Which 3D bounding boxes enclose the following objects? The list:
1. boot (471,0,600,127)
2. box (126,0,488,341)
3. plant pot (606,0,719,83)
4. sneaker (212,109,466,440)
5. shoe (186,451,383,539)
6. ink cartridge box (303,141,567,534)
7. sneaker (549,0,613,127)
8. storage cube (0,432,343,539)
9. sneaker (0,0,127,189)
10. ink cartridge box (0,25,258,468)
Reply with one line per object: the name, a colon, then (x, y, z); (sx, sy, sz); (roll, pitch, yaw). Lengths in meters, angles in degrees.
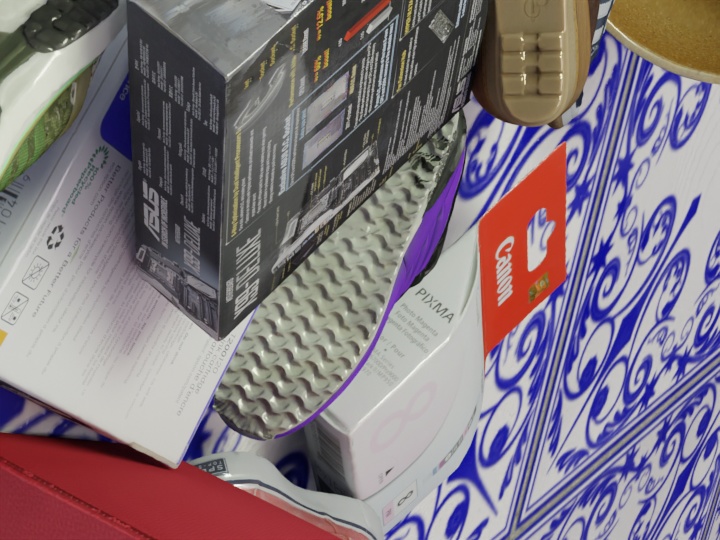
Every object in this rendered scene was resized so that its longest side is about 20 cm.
boot: (0.075, -0.166, 0.958); (0.166, 0.072, 0.200); (-84, 180, -72)
box: (-0.015, -0.080, 0.836); (0.158, 0.050, 0.200); (-44, 164, -22)
plant pot: (0.222, -0.231, 1.230); (0.200, 0.186, 0.187); (-58, 159, -50)
sneaker: (0.001, 0.000, 1.108); (0.200, 0.070, 0.100); (-61, 162, -7)
shoe: (-0.035, 0.160, 1.133); (0.200, 0.071, 0.091); (40, 32, -62)
ink cartridge box: (0.055, 0.045, 1.214); (0.200, 0.057, 0.163); (-37, 155, -15)
sneaker: (0.114, -0.159, 1.139); (0.108, 0.070, 0.200); (-34, 146, -9)
storage cube: (-0.091, 0.181, 0.943); (0.200, 0.180, 0.171); (14, 99, -65)
sneaker: (-0.141, -0.038, 0.767); (0.200, 0.077, 0.089); (-51, 165, -26)
ink cartridge box: (-0.085, -0.031, 0.928); (0.198, 0.043, 0.200); (-63, 154, -7)
